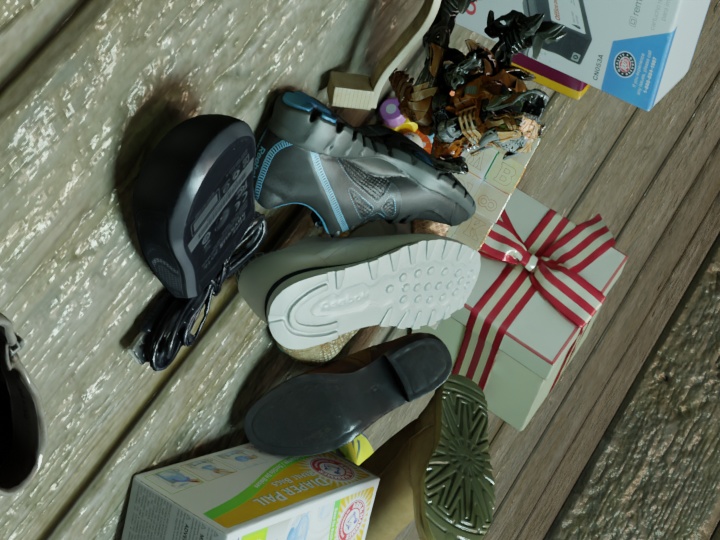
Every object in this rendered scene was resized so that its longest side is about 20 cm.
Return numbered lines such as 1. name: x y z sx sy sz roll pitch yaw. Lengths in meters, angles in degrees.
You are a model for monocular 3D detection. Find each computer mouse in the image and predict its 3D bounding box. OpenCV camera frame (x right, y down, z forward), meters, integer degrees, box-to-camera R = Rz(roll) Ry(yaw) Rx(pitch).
1. computer mouse: -0.111 -0.032 0.764 0.139 0.052 0.201 -54 169 -27

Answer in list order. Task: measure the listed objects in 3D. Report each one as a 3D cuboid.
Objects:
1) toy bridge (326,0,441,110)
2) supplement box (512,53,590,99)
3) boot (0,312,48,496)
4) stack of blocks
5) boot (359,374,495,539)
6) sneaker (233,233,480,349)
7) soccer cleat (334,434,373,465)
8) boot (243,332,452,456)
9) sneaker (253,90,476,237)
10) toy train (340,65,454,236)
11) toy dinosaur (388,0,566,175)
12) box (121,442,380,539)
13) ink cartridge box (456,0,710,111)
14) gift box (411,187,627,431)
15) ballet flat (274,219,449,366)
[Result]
1. toy bridge: 0.026 -0.208 0.846 0.027 0.066 0.202 -105 -156 -55
2. supplement box: 0.216 -0.286 1.168 0.110 0.085 0.202 -46 152 -37
3. boot: -0.197 0.053 0.521 0.070 0.145 0.201 -50 156 -32
4. stack of blocks: 0.096 -0.057 1.138 0.202 0.058 0.115 -62 180 13
5. boot: 0.038 0.206 1.034 0.200 0.066 0.176 -50 -163 41
6. sneaker: 0.002 0.000 0.910 0.198 0.080 0.077 -5 117 -32
7. soccer cleat: -0.024 0.184 1.216 0.201 0.064 0.085 66 25 -58
8. boot: -0.016 0.100 1.078 0.187 0.069 0.200 -30 -178 -5
9. sneaker: 0.001 -0.065 0.897 0.198 0.073 0.083 19 109 -37
10. toy train: 0.048 -0.082 1.057 0.150 0.055 0.202 0 114 -66
11. toy dinosaur: 0.071 -0.141 0.887 0.102 0.199 0.137 22 91 -51
12. box: -0.088 0.213 0.966 0.199 0.100 0.114 -6 114 -55
13. ink cartridge box: 0.181 -0.244 0.981 0.084 0.198 0.146 -41 150 -39
14. gift box: 0.165 0.019 1.288 0.201 0.183 0.188 -55 166 -29
15. ballet flat: 0.000 0.000 0.977 0.201 0.071 0.065 -52 151 14
